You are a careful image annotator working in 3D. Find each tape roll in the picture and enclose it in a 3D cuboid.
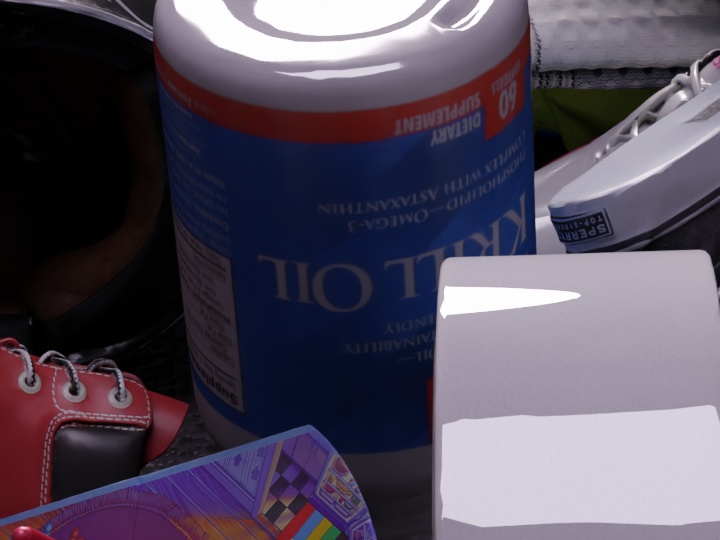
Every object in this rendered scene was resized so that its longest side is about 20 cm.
[{"bbox_3d":[0.057,0.095,0.696,0.071,0.203,0.203,-2,34,4],"label":"tape roll"}]

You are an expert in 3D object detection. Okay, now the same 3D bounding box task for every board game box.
[{"bbox_3d":[-0.082,0.118,0.715,0.200,0.039,0.158,-19,51,37],"label":"board game box"}]

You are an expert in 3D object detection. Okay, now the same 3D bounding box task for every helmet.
[{"bbox_3d":[-0.137,-0.068,0.970,0.199,0.201,0.191,-13,32,-12],"label":"helmet"}]

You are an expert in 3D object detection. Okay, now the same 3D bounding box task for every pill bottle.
[{"bbox_3d":[0.000,0.000,0.842,0.112,0.201,0.112,-4,34,2],"label":"pill bottle"}]

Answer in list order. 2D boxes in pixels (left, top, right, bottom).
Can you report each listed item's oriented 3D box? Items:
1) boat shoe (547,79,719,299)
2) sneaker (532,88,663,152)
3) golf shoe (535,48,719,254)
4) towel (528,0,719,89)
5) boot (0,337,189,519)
[{"bbox_3d":[0.156,-0.039,0.919,0.199,0.068,0.074,-33,14,-27],"label":"boat shoe"},{"bbox_3d":[0.046,-0.095,1.100,0.199,0.076,0.105,19,29,12],"label":"sneaker"},{"bbox_3d":[0.118,-0.042,0.990,0.199,0.092,0.073,-18,37,-16],"label":"golf shoe"},{"bbox_3d":[0.037,-0.143,1.035,0.199,0.035,0.193,-3,53,-20],"label":"towel"},{"bbox_3d":[-0.131,0.012,0.859,0.144,0.201,0.072,-8,5,-6],"label":"boot"}]
